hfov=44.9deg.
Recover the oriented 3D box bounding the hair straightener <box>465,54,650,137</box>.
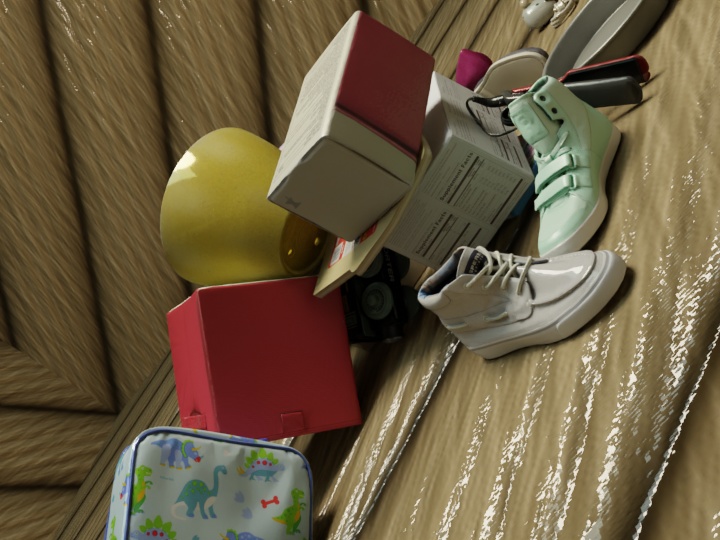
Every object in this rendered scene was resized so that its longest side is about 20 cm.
[{"bbox_3d":[0.200,-0.179,0.924,0.200,0.041,0.077,0,48,33],"label":"hair straightener"}]

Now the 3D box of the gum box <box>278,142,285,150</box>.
[{"bbox_3d":[-0.098,-0.150,1.267,0.113,0.066,0.200,-44,11,13],"label":"gum box"}]

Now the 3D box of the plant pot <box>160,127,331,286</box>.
[{"bbox_3d":[-0.118,-0.058,1.049,0.142,0.200,0.200,20,69,32],"label":"plant pot"}]

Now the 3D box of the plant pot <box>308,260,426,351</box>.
[{"bbox_3d":[-0.027,-0.026,1.236,0.200,0.177,0.200,-56,12,-8],"label":"plant pot"}]

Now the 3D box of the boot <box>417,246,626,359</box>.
[{"bbox_3d":[0.125,0.014,0.746,0.200,0.096,0.074,-37,21,54],"label":"boot"}]

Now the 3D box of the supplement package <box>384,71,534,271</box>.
[{"bbox_3d":[0.103,-0.116,1.041,0.156,0.111,0.200,-58,17,27],"label":"supplement package"}]

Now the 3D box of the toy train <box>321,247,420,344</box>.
[{"bbox_3d":[0.000,0.000,1.090,0.114,0.085,0.200,-22,73,34],"label":"toy train"}]

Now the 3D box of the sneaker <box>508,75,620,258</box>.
[{"bbox_3d":[0.173,-0.099,0.822,0.074,0.118,0.201,-38,22,48],"label":"sneaker"}]

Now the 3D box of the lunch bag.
[{"bbox_3d":[-0.145,0.241,0.862,0.082,0.200,0.161,-43,41,47],"label":"lunch bag"}]

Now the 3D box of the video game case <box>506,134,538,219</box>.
[{"bbox_3d":[0.175,-0.112,1.085,0.143,0.018,0.200,-57,13,-16],"label":"video game case"}]

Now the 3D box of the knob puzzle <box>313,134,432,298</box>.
[{"bbox_3d":[0.026,-0.075,0.964,0.220,0.030,0.220,-51,22,30],"label":"knob puzzle"}]

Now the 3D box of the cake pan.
[{"bbox_3d":[0.302,-0.297,1.060,0.200,0.037,0.200,-51,13,16],"label":"cake pan"}]

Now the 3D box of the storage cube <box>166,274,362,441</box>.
[{"bbox_3d":[-0.122,0.114,1.042,0.171,0.200,0.180,152,111,-64],"label":"storage cube"}]

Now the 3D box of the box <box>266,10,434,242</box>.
[{"bbox_3d":[-0.007,-0.155,0.941,0.128,0.109,0.200,-40,30,47],"label":"box"}]

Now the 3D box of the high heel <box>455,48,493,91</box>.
[{"bbox_3d":[0.165,-0.306,1.459,0.067,0.096,0.200,-60,14,-26],"label":"high heel"}]

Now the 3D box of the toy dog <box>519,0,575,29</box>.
[{"bbox_3d":[0.318,-0.487,1.378,0.200,0.096,0.132,-52,12,7],"label":"toy dog"}]

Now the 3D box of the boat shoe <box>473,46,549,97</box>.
[{"bbox_3d":[0.220,-0.287,1.266,0.063,0.073,0.200,-61,9,-16],"label":"boat shoe"}]
